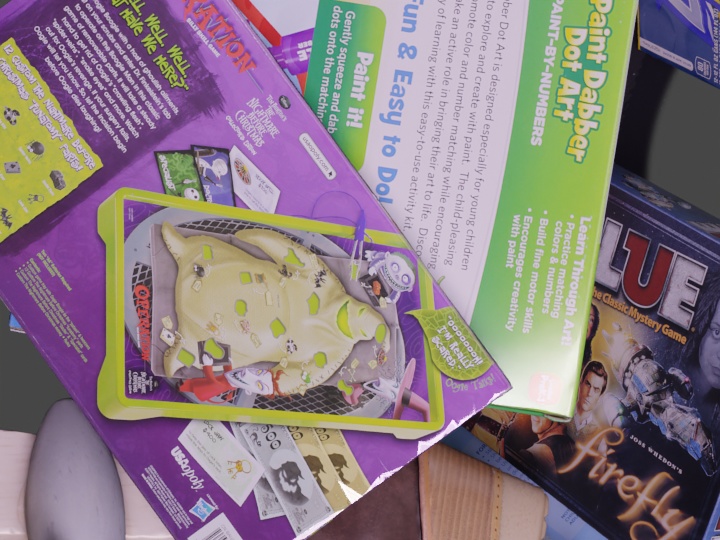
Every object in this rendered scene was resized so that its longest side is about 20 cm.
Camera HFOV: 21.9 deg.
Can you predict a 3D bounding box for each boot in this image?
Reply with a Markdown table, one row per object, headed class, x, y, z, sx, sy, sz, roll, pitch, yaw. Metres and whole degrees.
| class | x | y | z | sx | sy | sz | roll | pitch | yaw |
| --- | --- | --- | --- | --- | --- | --- | --- | --- | --- |
| boot | -0.020 | 0.156 | 0.734 | 0.166 | 0.072 | 0.201 | 11 | 69 | -1 |

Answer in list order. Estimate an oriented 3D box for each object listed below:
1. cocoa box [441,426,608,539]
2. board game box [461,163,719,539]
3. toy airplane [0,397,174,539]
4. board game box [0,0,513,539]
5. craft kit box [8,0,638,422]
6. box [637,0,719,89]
| class | x | y | z | sx | sy | sz | roll | pitch | yaw |
| --- | --- | --- | --- | --- | --- | --- | --- | --- | --- |
| cocoa box | 0.075 | 0.171 | 0.890 | 0.200 | 0.133 | 0.131 | -48 | 129 | -7 |
| board game box | 0.104 | 0.030 | 0.795 | 0.035 | 0.200 | 0.136 | 5 | 109 | -37 |
| toy airplane | -0.176 | 0.076 | 0.612 | 0.200 | 0.141 | 0.199 | -42 | 89 | -19 |
| board game box | -0.056 | -0.008 | 0.614 | 0.120 | 0.032 | 0.200 | -36 | 88 | 4 |
| craft kit box | -0.008 | -0.062 | 0.647 | 0.197 | 0.049 | 0.201 | 10 | 90 | 5 |
| box | 0.163 | -0.185 | 0.815 | 0.064 | 0.070 | 0.201 | -22 | 124 | -23 |
